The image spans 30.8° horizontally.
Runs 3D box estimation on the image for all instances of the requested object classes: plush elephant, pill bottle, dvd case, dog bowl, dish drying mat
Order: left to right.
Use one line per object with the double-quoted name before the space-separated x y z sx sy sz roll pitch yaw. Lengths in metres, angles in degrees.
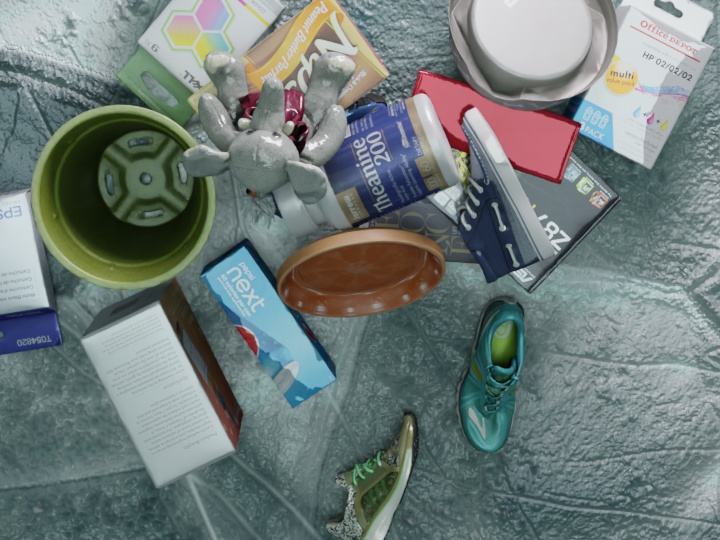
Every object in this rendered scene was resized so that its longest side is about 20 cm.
"plush elephant" -0.096 -0.140 1.358 0.164 0.155 0.201 8 94 -2
"pill bottle" 0.003 -0.112 1.474 0.199 0.111 0.111 -22 101 9
"dvd case" 0.091 -0.085 1.594 0.199 0.016 0.150 4 101 -2
"dish drying mat" 0.151 -0.168 1.519 0.199 0.018 0.077 18 100 -2
"dog bowl" 0.192 -0.275 1.501 0.199 0.059 0.201 3 72 -8

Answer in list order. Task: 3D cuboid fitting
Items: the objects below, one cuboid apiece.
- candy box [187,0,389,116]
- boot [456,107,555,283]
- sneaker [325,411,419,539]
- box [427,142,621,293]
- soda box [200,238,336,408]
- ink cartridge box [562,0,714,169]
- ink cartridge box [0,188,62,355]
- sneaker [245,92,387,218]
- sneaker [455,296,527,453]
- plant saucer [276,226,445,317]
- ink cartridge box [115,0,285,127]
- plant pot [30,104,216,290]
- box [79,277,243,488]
"candy box" -0.080 -0.206 1.462 0.200 0.055 0.116 -37 100 5
"boot" 0.142 -0.081 1.497 0.090 0.073 0.201 -27 107 9
"sneaker" 0.013 0.264 1.635 0.088 0.077 0.201 22 97 3
"box" 0.185 -0.098 1.562 0.200 0.049 0.161 43 98 -7
"soda box" -0.111 0.064 1.593 0.068 0.064 0.200 -33 99 5
"ink cartridge box" 0.334 -0.236 1.544 0.115 0.068 0.201 25 99 -6
"ink cartridge box" -0.477 0.015 1.585 0.199 0.041 0.201 -10 101 0
"sneaker" -0.043 -0.137 1.560 0.200 0.075 0.078 -39 111 12
"sneaker" 0.163 0.131 1.605 0.077 0.080 0.201 6 101 -3
"plant saucer" 0.000 0.000 1.534 0.199 0.200 0.032 -8 64 0
"ink cartridge box" -0.190 -0.268 1.528 0.104 0.059 0.200 42 97 -9
"plant pot" -0.256 -0.094 1.494 0.199 0.190 0.201 0 101 -1
"box" -0.232 0.129 1.557 0.106 0.152 0.201 -25 101 3
